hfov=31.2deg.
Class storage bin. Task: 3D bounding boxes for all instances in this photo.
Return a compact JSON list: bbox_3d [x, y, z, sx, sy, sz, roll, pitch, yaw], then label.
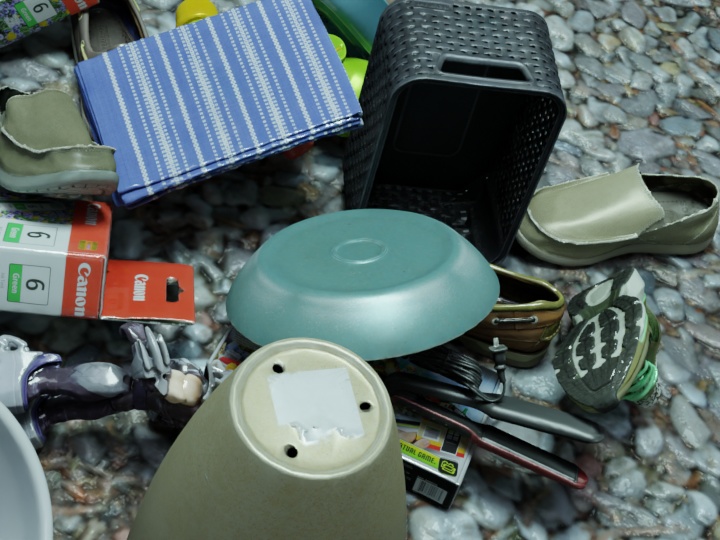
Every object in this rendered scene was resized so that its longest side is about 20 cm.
[{"bbox_3d":[0.067,-0.102,1.009,0.133,0.201,0.095,5,48,-11],"label":"storage bin"}]

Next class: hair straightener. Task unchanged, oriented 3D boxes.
[{"bbox_3d":[0.079,0.078,0.902,0.198,0.078,0.041,24,15,13],"label":"hair straightener"}]

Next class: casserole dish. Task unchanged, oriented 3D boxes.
[{"bbox_3d":[-0.004,-0.214,1.119,0.039,0.200,0.121,-50,46,-4],"label":"casserole dish"}]

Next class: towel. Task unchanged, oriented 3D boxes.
[{"bbox_3d":[-0.110,-0.133,0.985,0.197,0.024,0.146,-20,60,-8],"label":"towel"}]

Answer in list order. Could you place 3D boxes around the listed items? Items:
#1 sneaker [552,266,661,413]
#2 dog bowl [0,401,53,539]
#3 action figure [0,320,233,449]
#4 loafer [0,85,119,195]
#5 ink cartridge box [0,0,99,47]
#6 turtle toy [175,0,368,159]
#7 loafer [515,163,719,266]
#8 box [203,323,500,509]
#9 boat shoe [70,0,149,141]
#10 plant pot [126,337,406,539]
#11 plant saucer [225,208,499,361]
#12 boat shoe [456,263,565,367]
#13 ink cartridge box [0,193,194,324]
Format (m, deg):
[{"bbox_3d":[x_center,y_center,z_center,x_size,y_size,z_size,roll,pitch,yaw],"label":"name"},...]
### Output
[{"bbox_3d":[0.200,0.066,0.956,0.089,0.076,0.200,54,24,-8],"label":"sneaker"},{"bbox_3d":[-0.278,0.151,0.718,0.198,0.078,0.203,15,67,-39],"label":"dog bowl"},{"bbox_3d":[-0.161,0.077,0.855,0.197,0.131,0.070,-2,61,-6],"label":"action figure"},{"bbox_3d":[-0.238,-0.099,0.948,0.074,0.071,0.199,0,13,-39],"label":"loafer"},{"bbox_3d":[-0.272,-0.264,1.101,0.198,0.051,0.110,-24,55,2],"label":"ink cartridge box"},{"bbox_3d":[-0.069,-0.150,1.074,0.197,0.102,0.147,-6,53,-10],"label":"turtle toy"},{"bbox_3d":[0.221,-0.054,1.099,0.197,0.069,0.076,-5,52,-19],"label":"loafer"},{"bbox_3d":[-0.005,0.083,0.944,0.198,0.035,0.111,24,48,5],"label":"box"},{"bbox_3d":[-0.203,-0.171,1.089,0.071,0.060,0.202,-7,53,-20],"label":"boat shoe"},{"bbox_3d":[-0.046,0.137,0.777,0.184,0.201,0.189,8,48,-9],"label":"plant pot"},{"bbox_3d":[0.000,0.000,0.918,0.197,0.036,0.201,-4,25,2],"label":"plant saucer"},{"bbox_3d":[0.061,0.011,1.001,0.197,0.068,0.073,13,48,-4],"label":"boat shoe"},{"bbox_3d":[-0.215,-0.012,0.920,0.197,0.051,0.109,5,22,-11],"label":"ink cartridge box"}]
